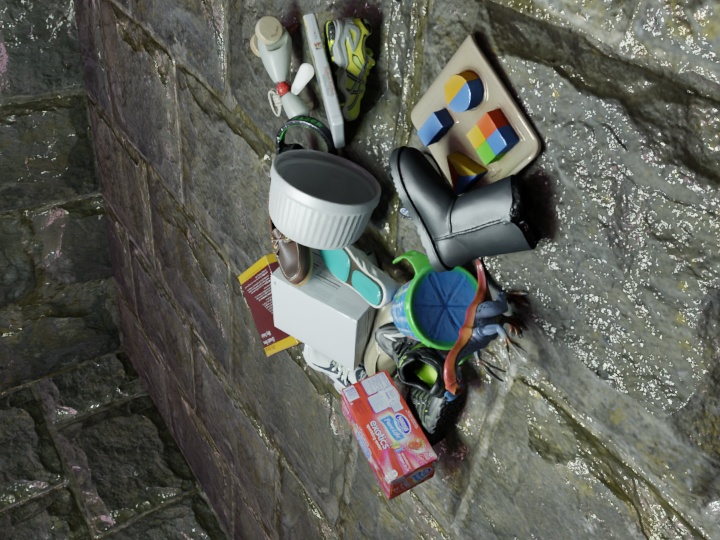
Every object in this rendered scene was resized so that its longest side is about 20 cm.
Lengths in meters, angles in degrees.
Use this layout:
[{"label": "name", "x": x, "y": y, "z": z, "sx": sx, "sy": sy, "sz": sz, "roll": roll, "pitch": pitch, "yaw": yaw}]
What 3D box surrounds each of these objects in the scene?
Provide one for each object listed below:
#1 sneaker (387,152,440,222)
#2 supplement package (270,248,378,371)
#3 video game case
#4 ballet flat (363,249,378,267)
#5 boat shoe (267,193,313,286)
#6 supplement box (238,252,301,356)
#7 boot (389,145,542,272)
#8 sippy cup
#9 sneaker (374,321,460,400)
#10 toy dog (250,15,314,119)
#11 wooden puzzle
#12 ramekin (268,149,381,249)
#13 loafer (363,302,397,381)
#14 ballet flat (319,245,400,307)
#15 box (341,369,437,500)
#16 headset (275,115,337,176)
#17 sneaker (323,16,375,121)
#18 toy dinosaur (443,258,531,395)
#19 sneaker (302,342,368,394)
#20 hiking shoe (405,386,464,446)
[{"label": "sneaker", "x": 0.105, "y": -0.089, "z": 1.057, "sx": 0.201, "sy": 0.089, "sz": 0.079, "roll": 59, "pitch": 148, "yaw": 18}, {"label": "supplement package", "x": -0.062, "y": 0.072, "z": 1.311, "sx": 0.199, "sy": 0.111, "sz": 0.157, "roll": 27, "pitch": 141, "yaw": 21}, {"label": "video game case", "x": -0.059, "y": -0.319, "z": 1.159, "sx": 0.200, "sy": 0.023, "sz": 0.184, "roll": 164, "pitch": 91, "yaw": -90}, {"label": "ballet flat", "x": -0.029, "y": 0.005, "z": 1.355, "sx": 0.199, "sy": 0.069, "sz": 0.070, "roll": -11, "pitch": 97, "yaw": 56}, {"label": "boat shoe", "x": -0.141, "y": -0.062, "z": 1.257, "sx": 0.070, "sy": 0.070, "sz": 0.201, "roll": -33, "pitch": 50, "yaw": 21}, {"label": "supplement box", "x": -0.157, "y": 0.067, "z": 1.520, "sx": 0.197, "sy": 0.132, "sz": 0.202, "roll": -29, "pitch": 81, "yaw": 59}, {"label": "boot", "x": 0.148, "y": -0.105, "z": 0.937, "sx": 0.167, "sy": 0.076, "sz": 0.202, "roll": -19, "pitch": 97, "yaw": 36}, {"label": "sippy cup", "x": 0.115, "y": 0.062, "z": 1.097, "sx": 0.130, "sy": 0.138, "sz": 0.180, "roll": 162, "pitch": 115, "yaw": -69}, {"label": "sneaker", "x": 0.090, "y": 0.149, "z": 1.150, "sx": 0.199, "sy": 0.082, "sz": 0.071, "roll": 41, "pitch": 109, "yaw": 42}, {"label": "toy dog", "x": -0.135, "y": -0.396, "z": 1.291, "sx": 0.132, "sy": 0.096, "sz": 0.201, "roll": 38, "pitch": 150, "yaw": 55}, {"label": "wooden puzzle", "x": 0.149, "y": -0.201, "z": 0.965, "sx": 0.201, "sy": 0.046, "sz": 0.185, "roll": 64, "pitch": 149, "yaw": 12}, {"label": "ramekin", "x": -0.070, "y": -0.123, "z": 1.197, "sx": 0.200, "sy": 0.199, "sz": 0.106, "roll": 45, "pitch": 129, "yaw": 37}, {"label": "loafer", "x": 0.056, "y": 0.148, "z": 1.277, "sx": 0.068, "sy": 0.075, "sz": 0.201, "roll": 45, "pitch": 141, "yaw": 45}, {"label": "ballet flat", "x": 0.000, "y": 0.000, "z": 1.221, "sx": 0.200, "sy": 0.069, "sz": 0.070, "roll": 41, "pitch": 139, "yaw": 38}, {"label": "box", "x": 0.049, "y": 0.300, "z": 1.234, "sx": 0.201, "sy": 0.099, "sz": 0.096, "roll": 57, "pitch": 161, "yaw": 33}, {"label": "headset", "x": -0.102, "y": -0.214, "z": 1.326, "sx": 0.123, "sy": 0.094, "sz": 0.201, "roll": 19, "pitch": 130, "yaw": 13}, {"label": "sneaker", "x": -0.011, "y": -0.331, "z": 1.127, "sx": 0.201, "sy": 0.076, "sz": 0.076, "roll": 84, "pitch": 170, "yaw": -59}, {"label": "toy dinosaur", "x": 0.166, "y": 0.097, "z": 0.970, "sx": 0.200, "sy": 0.180, "sz": 0.106, "roll": 44, "pitch": 140, "yaw": 39}, {"label": "sneaker", "x": -0.027, "y": 0.203, "z": 1.400, "sx": 0.129, "sy": 0.080, "sz": 0.200, "roll": 2, "pitch": 133, "yaw": 46}, {"label": "hiking shoe", "x": 0.121, "y": 0.249, "z": 1.228, "sx": 0.101, "sy": 0.075, "sz": 0.201, "roll": 48, "pitch": 144, "yaw": 28}]
